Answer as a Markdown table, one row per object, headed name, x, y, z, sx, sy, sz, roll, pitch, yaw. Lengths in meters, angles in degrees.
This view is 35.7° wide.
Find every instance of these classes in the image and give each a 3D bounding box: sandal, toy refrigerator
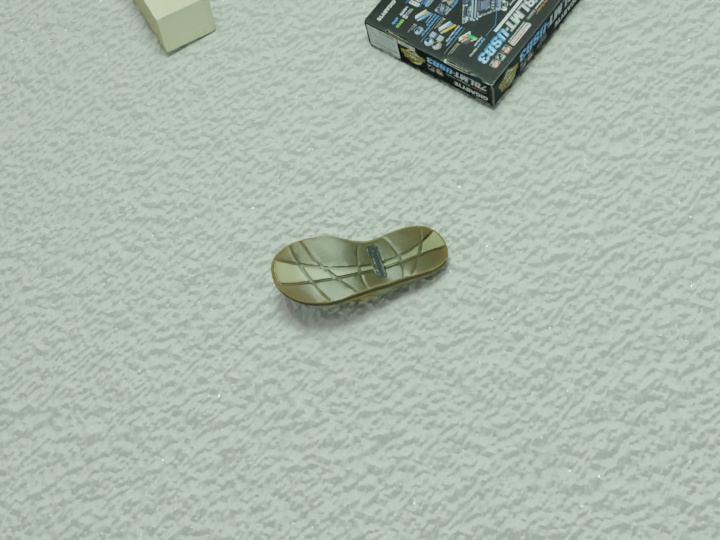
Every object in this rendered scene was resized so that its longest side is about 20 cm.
| name | x | y | z | sx | sy | sz | roll | pitch | yaw |
| --- | --- | --- | --- | --- | --- | --- | --- | --- | --- |
| sandal | 0.000 | 0.000 | 1.245 | 0.198 | 0.054 | 0.081 | -11 | 66 | -11 |
| toy refrigerator | -0.270 | -0.387 | 1.484 | 0.075 | 0.070 | 0.201 | -28 | 62 | -11 |

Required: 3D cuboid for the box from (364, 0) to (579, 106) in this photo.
| name | x | y | z | sx | sy | sz | roll | pitch | yaw |
| --- | --- | --- | --- | --- | --- | --- | --- | --- | --- |
| box | 0.139 | -0.324 | 1.378 | 0.197 | 0.050 | 0.201 | 31 | 73 | 23 |
